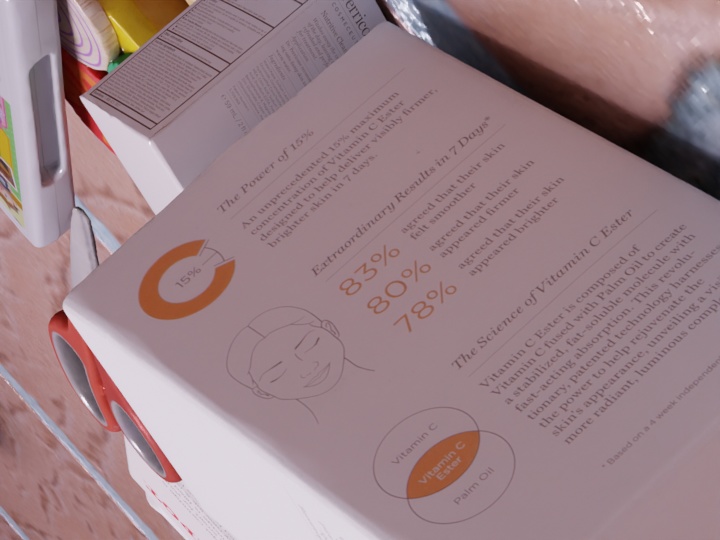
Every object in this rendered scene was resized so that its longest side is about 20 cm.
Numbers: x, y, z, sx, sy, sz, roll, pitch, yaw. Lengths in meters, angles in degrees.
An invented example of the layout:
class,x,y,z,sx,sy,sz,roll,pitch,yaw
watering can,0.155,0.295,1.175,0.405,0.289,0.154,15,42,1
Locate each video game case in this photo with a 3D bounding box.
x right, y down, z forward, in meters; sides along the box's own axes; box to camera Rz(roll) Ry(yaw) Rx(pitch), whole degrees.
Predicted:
class,x,y,z,sx,sy,sz,roll,pitch,yaw
video game case,-0.167,-0.120,1.024,0.200,0.022,0.182,48,161,17

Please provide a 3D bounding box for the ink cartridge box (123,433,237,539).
class,x,y,z,sx,sy,sz,roll,pitch,yaw
ink cartridge box,-0.019,0.076,1.164,0.146,0.084,0.200,46,165,13

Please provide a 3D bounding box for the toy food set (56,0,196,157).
class,x,y,z,sx,sy,sz,roll,pitch,yaw
toy food set,-0.098,-0.099,1.015,0.200,0.049,0.198,49,166,0

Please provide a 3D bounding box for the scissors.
class,x,y,z,sx,sy,sz,roll,pitch,yaw
scissors,-0.100,0.015,1.063,0.073,0.014,0.200,45,165,29

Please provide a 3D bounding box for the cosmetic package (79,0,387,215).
class,x,y,z,sx,sy,sz,roll,pitch,yaw
cosmetic package,0.000,0.000,0.920,0.051,0.083,0.200,34,159,53

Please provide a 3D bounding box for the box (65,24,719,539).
class,x,y,z,sx,sy,sz,roll,pitch,yaw
box,0.037,0.036,0.785,0.200,0.124,0.098,34,160,47
